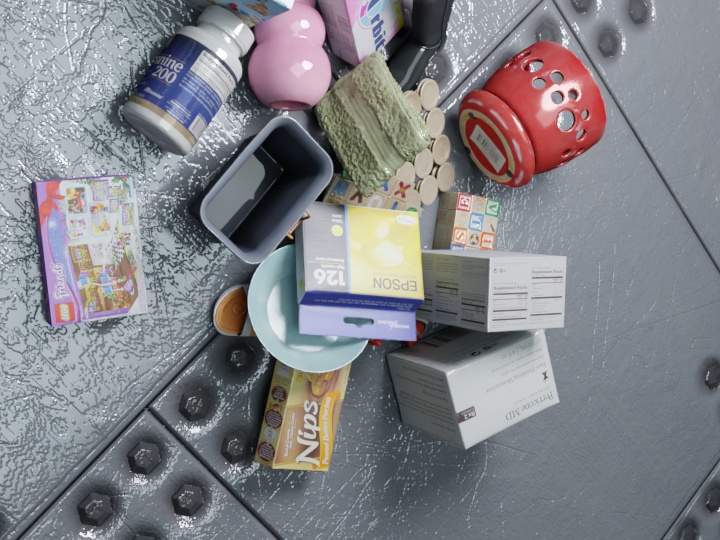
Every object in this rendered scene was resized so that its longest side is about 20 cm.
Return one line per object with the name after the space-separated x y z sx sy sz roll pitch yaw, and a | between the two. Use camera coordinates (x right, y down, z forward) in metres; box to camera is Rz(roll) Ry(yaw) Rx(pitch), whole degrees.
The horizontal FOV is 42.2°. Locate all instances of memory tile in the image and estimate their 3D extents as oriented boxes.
0.092 -0.196 1.506 0.153 0.017 0.201 -40 129 -35 | memory tile

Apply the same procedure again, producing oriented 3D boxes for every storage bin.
-0.151 -0.113 1.368 0.146 0.134 0.200 44 75 -23 | storage bin

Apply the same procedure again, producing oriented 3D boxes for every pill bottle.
-0.238 -0.273 1.321 0.111 0.111 0.201 38 77 -25 | pill bottle

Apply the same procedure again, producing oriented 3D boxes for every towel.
0.012 -0.221 1.403 0.148 0.201 0.036 -40 149 21 | towel

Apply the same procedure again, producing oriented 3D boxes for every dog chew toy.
-0.105 -0.343 1.385 0.124 0.124 0.202 3 86 -28 | dog chew toy

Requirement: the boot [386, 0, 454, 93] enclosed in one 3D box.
0.091 -0.373 1.437 0.065 0.200 0.165 30 71 5 | boot

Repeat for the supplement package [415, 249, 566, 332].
0.196 0.027 1.454 0.155 0.200 0.112 -1 96 -32 | supplement package

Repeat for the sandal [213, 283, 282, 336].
-0.124 0.060 1.440 0.205 0.059 0.080 -2 95 -28 | sandal

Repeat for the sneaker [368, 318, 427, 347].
0.025 0.080 1.511 0.199 0.077 0.085 20 97 -30 | sneaker

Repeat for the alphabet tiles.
0.002 -0.066 1.480 0.166 0.006 0.201 18 110 -28 | alphabet tiles

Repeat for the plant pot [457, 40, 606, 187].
0.276 -0.251 1.546 0.182 0.200 0.201 -33 109 -18 | plant pot

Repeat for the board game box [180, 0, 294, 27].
-0.161 -0.416 1.299 0.104 0.200 0.104 23 84 -28 | board game box

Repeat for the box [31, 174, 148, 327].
-0.378 -0.030 1.309 0.136 0.039 0.202 -8 98 -28 | box

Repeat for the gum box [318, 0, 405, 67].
0.001 -0.410 1.406 0.114 0.066 0.200 -47 155 -16 | gum box

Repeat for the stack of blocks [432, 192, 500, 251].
0.185 -0.026 1.595 0.114 0.058 0.202 8 91 -28 | stack of blocks

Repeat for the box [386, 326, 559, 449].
0.181 0.177 1.531 0.198 0.200 0.132 -21 103 -25 | box

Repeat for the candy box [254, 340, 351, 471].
-0.087 0.210 1.462 0.115 0.055 0.202 14 88 -42 | candy box

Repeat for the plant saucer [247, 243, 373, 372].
-0.078 0.059 1.404 0.200 0.039 0.203 8 69 -20 | plant saucer

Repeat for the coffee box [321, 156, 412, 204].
0.021 -0.170 1.503 0.122 0.044 0.201 22 84 -29 | coffee box

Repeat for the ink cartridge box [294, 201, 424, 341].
0.000 0.000 1.413 0.196 0.047 0.201 5 67 -23 | ink cartridge box
